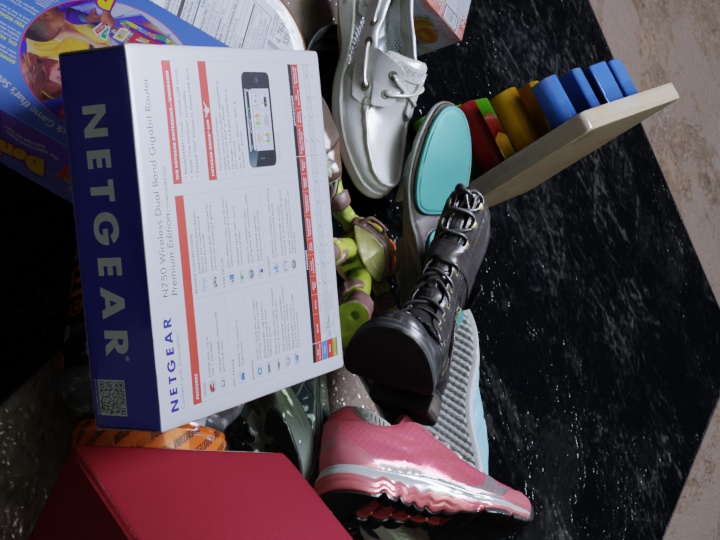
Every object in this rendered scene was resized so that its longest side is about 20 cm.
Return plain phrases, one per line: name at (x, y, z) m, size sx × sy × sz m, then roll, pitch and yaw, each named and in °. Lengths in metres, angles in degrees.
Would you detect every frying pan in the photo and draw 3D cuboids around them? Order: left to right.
frying pan at (0.005, -0.133, 1.084) m, size 0.190 × 0.031 × 0.116 m, roll 41°, pitch 53°, yaw -41°

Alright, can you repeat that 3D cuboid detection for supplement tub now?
supplement tub at (-0.129, 0.024, 0.805) m, size 0.122 × 0.122 × 0.202 m, roll 22°, pitch 63°, yaw -46°

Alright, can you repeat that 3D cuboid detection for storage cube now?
storage cube at (-0.094, 0.221, 0.702) m, size 0.199 × 0.180 × 0.172 m, roll 12°, pitch 115°, yaw -48°

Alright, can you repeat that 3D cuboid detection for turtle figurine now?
turtle figurine at (0.000, 0.000, 0.982) m, size 0.161 × 0.064 × 0.202 m, roll -57°, pitch 130°, yaw -66°

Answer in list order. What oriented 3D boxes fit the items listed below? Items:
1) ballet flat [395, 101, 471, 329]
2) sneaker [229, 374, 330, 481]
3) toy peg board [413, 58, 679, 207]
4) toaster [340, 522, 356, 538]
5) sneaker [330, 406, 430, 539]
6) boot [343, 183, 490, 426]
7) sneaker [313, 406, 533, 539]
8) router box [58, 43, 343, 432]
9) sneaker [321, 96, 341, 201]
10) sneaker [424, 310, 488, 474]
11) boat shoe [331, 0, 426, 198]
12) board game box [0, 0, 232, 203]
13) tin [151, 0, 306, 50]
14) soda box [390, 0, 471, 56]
ballet flat at (0.054, -0.042, 1.057) m, size 0.067 × 0.063 × 0.202 m, roll -2°, pitch 93°, yaw -38°
sneaker at (-0.069, 0.060, 0.921) m, size 0.086 × 0.077 × 0.202 m, roll -32°, pitch 115°, yaw -56°
toy peg board at (0.161, -0.142, 1.162) m, size 0.199 × 0.199 × 0.098 m, roll -23°, pitch 83°, yaw -51°
toaster at (-0.038, 0.276, 0.856) m, size 0.129 × 0.113 × 0.202 m, roll 15°, pitch 73°, yaw -49°
sneaker at (0.021, 0.208, 0.994) m, size 0.075 × 0.085 × 0.201 m, roll -18°, pitch 71°, yaw -41°
boot at (0.053, 0.012, 0.932) m, size 0.200 × 0.069 × 0.175 m, roll 74°, pitch 35°, yaw -68°
sneaker at (0.054, 0.152, 0.935) m, size 0.199 × 0.074 × 0.087 m, roll 19°, pitch 51°, yaw -32°
router box at (-0.083, -0.026, 0.709) m, size 0.179 × 0.048 × 0.202 m, roll -12°, pitch 99°, yaw -58°
sneaker at (-0.056, -0.065, 0.878) m, size 0.070 × 0.200 × 0.076 m, roll -25°, pitch 81°, yaw -13°
sneaker at (0.075, 0.123, 1.091) m, size 0.082 × 0.073 × 0.202 m, roll 67°, pitch 22°, yaw -65°
boat shoe at (0.021, -0.163, 1.034) m, size 0.071 × 0.069 × 0.202 m, roll 4°, pitch 81°, yaw -53°
board game box at (-0.192, -0.128, 0.746) m, size 0.199 × 0.045 × 0.135 m, roll 30°, pitch 51°, yaw -2°
tin at (-0.112, -0.181, 0.884) m, size 0.200 × 0.042 × 0.113 m, roll 37°, pitch 50°, yaw -39°
soda box at (0.017, -0.280, 1.107) m, size 0.200 × 0.068 × 0.064 m, roll 41°, pitch 51°, yaw -38°
